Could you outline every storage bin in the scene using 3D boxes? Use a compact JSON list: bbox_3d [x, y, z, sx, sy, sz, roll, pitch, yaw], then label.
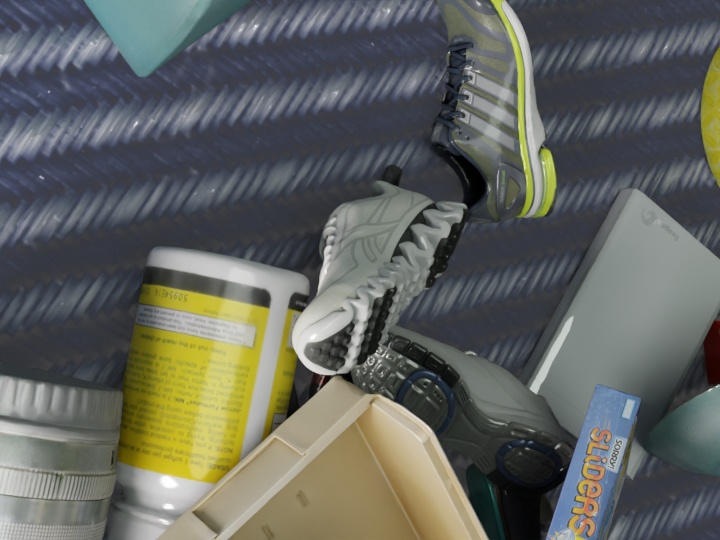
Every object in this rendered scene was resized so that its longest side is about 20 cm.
[{"bbox_3d":[-0.021,0.207,0.749,0.200,0.093,0.200,-41,125,-20],"label":"storage bin"}]

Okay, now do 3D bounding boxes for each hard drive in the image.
[{"bbox_3d":[0.222,0.052,0.984,0.131,0.026,0.201,36,77,-20],"label":"hard drive"}]

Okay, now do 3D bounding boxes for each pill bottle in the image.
[{"bbox_3d":[-0.105,0.093,0.792,0.113,0.114,0.203,13,85,-23],"label":"pill bottle"}]

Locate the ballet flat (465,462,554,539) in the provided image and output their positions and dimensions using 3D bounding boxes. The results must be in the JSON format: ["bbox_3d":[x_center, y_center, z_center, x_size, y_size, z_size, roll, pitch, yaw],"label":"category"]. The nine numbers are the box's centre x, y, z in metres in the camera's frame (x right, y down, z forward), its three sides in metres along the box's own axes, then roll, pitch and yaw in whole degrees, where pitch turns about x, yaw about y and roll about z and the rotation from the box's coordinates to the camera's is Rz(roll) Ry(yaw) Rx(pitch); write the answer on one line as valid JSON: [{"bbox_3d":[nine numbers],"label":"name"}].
[{"bbox_3d":[0.129,0.239,0.922,0.072,0.073,0.203,-7,91,-23],"label":"ballet flat"}]

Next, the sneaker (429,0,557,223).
[{"bbox_3d":[0.089,-0.128,0.902,0.080,0.074,0.202,-19,96,-19],"label":"sneaker"}]

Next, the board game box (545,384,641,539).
[{"bbox_3d":[0.150,0.200,0.834,0.034,0.136,0.202,16,63,17],"label":"board game box"}]

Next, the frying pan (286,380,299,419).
[{"bbox_3d":[-0.052,0.163,0.858,0.115,0.031,0.191,-41,104,-21],"label":"frying pan"}]

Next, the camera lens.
[{"bbox_3d":[-0.235,0.158,0.708,0.158,0.160,0.203,13,85,-23],"label":"camera lens"}]

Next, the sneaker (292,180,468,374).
[{"bbox_3d":[0.000,0.000,0.804,0.081,0.076,0.200,30,37,12],"label":"sneaker"}]

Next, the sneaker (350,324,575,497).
[{"bbox_3d":[0.070,0.093,0.877,0.199,0.087,0.075,34,114,-21],"label":"sneaker"}]

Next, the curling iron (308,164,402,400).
[{"bbox_3d":[0.001,0.016,0.879,0.049,0.025,0.202,24,69,-36],"label":"curling iron"}]

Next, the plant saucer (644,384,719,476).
[{"bbox_3d":[0.328,0.124,0.941,0.199,0.202,0.039,-4,59,-24],"label":"plant saucer"}]

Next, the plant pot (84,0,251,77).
[{"bbox_3d":[-0.103,-0.232,0.745,0.141,0.200,0.142,-40,106,-18],"label":"plant pot"}]

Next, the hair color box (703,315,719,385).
[{"bbox_3d":[0.407,0.058,1.025,0.198,0.101,0.062,-9,93,-23],"label":"hair color box"}]

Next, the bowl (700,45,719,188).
[{"bbox_3d":[0.406,-0.134,1.021,0.198,0.107,0.203,0,90,-24],"label":"bowl"}]
